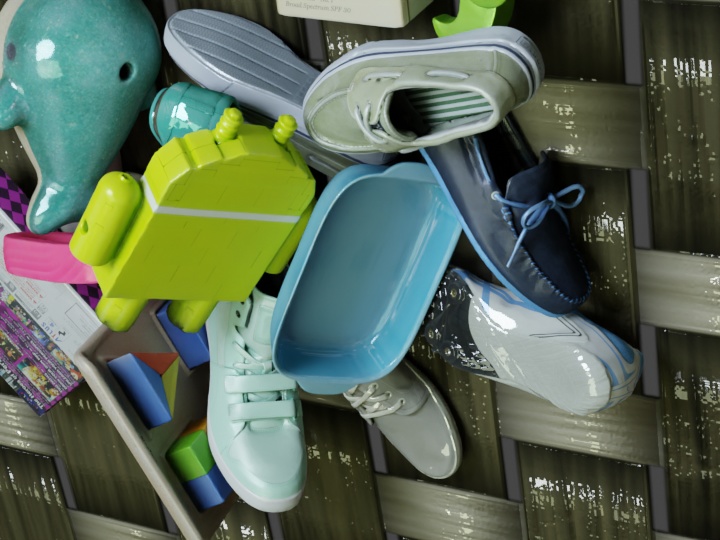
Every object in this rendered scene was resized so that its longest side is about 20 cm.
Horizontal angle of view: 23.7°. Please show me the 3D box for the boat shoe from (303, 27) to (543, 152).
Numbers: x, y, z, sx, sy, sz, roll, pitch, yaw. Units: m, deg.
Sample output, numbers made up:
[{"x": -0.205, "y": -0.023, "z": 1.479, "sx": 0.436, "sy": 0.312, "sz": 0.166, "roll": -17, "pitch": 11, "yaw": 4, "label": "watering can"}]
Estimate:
[{"x": 0.028, "y": -0.113, "z": 1.128, "sx": 0.199, "sy": 0.062, "sz": 0.072, "roll": -12, "pitch": 114, "yaw": 44, "label": "boat shoe"}]

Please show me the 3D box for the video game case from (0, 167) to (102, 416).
[{"x": -0.301, "y": 0.018, "z": 1.492, "sx": 0.200, "sy": 0.036, "sz": 0.181, "roll": 48, "pitch": 138, "yaw": -5, "label": "video game case"}]

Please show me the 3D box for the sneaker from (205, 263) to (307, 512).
[{"x": -0.078, "y": 0.076, "z": 1.312, "sx": 0.118, "sy": 0.073, "sz": 0.202, "roll": 116, "pitch": 145, "yaw": -58, "label": "sneaker"}]

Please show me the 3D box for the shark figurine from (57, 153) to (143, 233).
[{"x": -0.237, "y": -0.104, "z": 1.379, "sx": 0.127, "sy": 0.090, "sz": 0.216, "roll": 3, "pitch": 122, "yaw": 30, "label": "shark figurine"}]

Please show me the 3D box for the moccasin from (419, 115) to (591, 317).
[{"x": 0.102, "y": -0.058, "z": 1.193, "sx": 0.068, "sy": 0.081, "sz": 0.201, "roll": -31, "pitch": 101, "yaw": 37, "label": "moccasin"}]

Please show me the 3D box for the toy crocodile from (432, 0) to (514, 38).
[{"x": 0.082, "y": -0.236, "z": 1.096, "sx": 0.061, "sy": 0.068, "sz": 0.202, "roll": 16, "pitch": 127, "yaw": 23, "label": "toy crocodile"}]

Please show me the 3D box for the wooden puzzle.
[{"x": -0.134, "y": 0.100, "z": 1.377, "sx": 0.046, "sy": 0.200, "sz": 0.186, "roll": -24, "pitch": 105, "yaw": 24, "label": "wooden puzzle"}]

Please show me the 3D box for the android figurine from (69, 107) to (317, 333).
[{"x": -0.110, "y": -0.034, "z": 1.205, "sx": 0.201, "sy": 0.181, "sz": 0.041, "roll": -58, "pitch": 47, "yaw": 35, "label": "android figurine"}]

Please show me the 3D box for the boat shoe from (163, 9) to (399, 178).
[{"x": -0.062, "y": -0.122, "z": 1.263, "sx": 0.199, "sy": 0.072, "sz": 0.062, "roll": 32, "pitch": 136, "yaw": 10, "label": "boat shoe"}]

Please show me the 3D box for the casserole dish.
[{"x": 0.000, "y": 0.000, "z": 1.251, "sx": 0.039, "sy": 0.120, "sz": 0.201, "roll": 52, "pitch": 128, "yaw": 47, "label": "casserole dish"}]

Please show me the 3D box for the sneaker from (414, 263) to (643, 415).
[{"x": 0.118, "y": 0.047, "z": 1.264, "sx": 0.199, "sy": 0.072, "sz": 0.073, "roll": 28, "pitch": 116, "yaw": 34, "label": "sneaker"}]

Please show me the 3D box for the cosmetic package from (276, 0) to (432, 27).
[{"x": -0.009, "y": -0.270, "z": 1.130, "sx": 0.103, "sy": 0.073, "sz": 0.202, "roll": 9, "pitch": 124, "yaw": 27, "label": "cosmetic package"}]

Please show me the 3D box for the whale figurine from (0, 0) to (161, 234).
[{"x": -0.208, "y": -0.123, "z": 1.296, "sx": 0.103, "sy": 0.158, "sz": 0.202, "roll": 19, "pitch": 111, "yaw": 40, "label": "whale figurine"}]

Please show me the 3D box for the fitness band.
[{"x": -0.195, "y": -0.015, "z": 1.339, "sx": 0.199, "sy": 0.143, "sz": 0.038, "roll": 5, "pitch": 103, "yaw": 54, "label": "fitness band"}]

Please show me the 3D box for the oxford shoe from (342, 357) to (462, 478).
[{"x": 0.010, "y": 0.090, "z": 1.364, "sx": 0.075, "sy": 0.058, "sz": 0.201, "roll": -24, "pitch": 105, "yaw": 39, "label": "oxford shoe"}]

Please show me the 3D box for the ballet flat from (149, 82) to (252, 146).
[{"x": -0.088, "y": -0.070, "z": 1.263, "sx": 0.070, "sy": 0.068, "sz": 0.200, "roll": 14, "pitch": 161, "yaw": 24, "label": "ballet flat"}]
